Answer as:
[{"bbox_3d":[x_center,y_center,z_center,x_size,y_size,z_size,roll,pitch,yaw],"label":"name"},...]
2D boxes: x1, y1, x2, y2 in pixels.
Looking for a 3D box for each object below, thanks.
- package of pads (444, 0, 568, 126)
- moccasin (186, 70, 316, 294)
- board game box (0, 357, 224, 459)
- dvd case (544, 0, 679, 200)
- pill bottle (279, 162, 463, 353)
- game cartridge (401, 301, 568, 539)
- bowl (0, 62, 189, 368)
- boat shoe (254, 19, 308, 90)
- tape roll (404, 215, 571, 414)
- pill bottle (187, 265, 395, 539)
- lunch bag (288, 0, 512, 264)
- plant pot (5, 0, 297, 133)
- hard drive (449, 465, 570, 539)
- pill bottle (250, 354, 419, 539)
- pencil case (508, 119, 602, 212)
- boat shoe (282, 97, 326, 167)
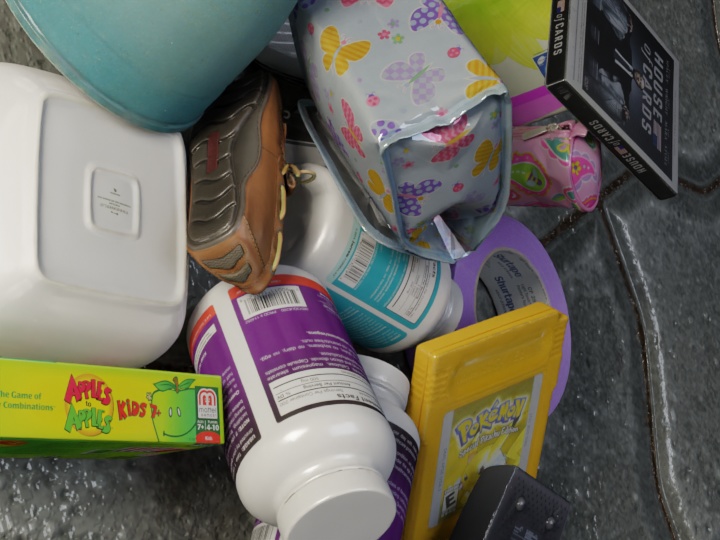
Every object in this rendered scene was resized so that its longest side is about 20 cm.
[{"bbox_3d":[0.111,-0.202,1.224,0.155,0.199,0.068,53,38,-26],"label":"package of pads"},{"bbox_3d":[-0.079,-0.068,0.970,0.078,0.073,0.202,50,22,-39],"label":"moccasin"},{"bbox_3d":[-0.193,0.090,0.843,0.199,0.101,0.048,10,71,-49],"label":"board game box"},{"bbox_3d":[0.226,-0.173,1.175,0.200,0.025,0.151,34,53,-41],"label":"dvd case"},{"bbox_3d":[0.000,0.000,1.102,0.200,0.110,0.111,32,56,-43],"label":"pill bottle"},{"bbox_3d":[0.103,0.135,1.155,0.176,0.032,0.201,-17,126,-41],"label":"game cartridge"},{"bbox_3d":[-0.191,-0.039,0.907,0.199,0.074,0.201,15,68,-47],"label":"bowl"},{"bbox_3d":[-0.011,-0.163,1.162,0.199,0.071,0.072,10,42,-26],"label":"boat shoe"},{"bbox_3d":[0.123,0.051,1.277,0.200,0.065,0.201,20,64,-47],"label":"tape roll"},{"bbox_3d":[-0.046,0.099,0.936,0.112,0.112,0.200,28,27,-44],"label":"pill bottle"},{"bbox_3d":[0.029,-0.111,1.011,0.170,0.127,0.200,61,-7,28],"label":"lunch bag"},{"bbox_3d":[-0.116,-0.230,0.908,0.200,0.188,0.201,41,27,-26],"label":"plant pot"},{"bbox_3d":[0.111,0.275,1.154,0.135,0.042,0.201,37,71,-50],"label":"hard drive"},{"bbox_3d":[-0.018,0.170,1.030,0.112,0.112,0.201,40,51,-37],"label":"pill bottle"},{"bbox_3d":[0.120,-0.095,1.205,0.087,0.199,0.088,-2,92,-59],"label":"pencil case"},{"bbox_3d":[-0.050,-0.112,1.113,0.199,0.070,0.067,1,81,-43],"label":"boat shoe"}]
